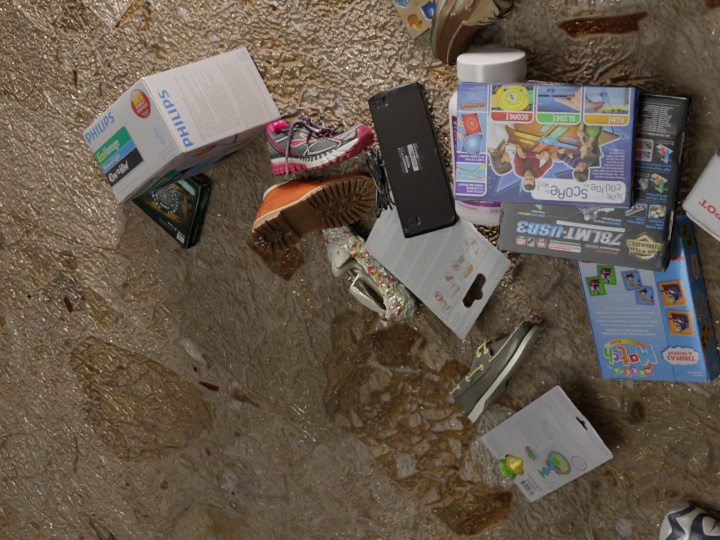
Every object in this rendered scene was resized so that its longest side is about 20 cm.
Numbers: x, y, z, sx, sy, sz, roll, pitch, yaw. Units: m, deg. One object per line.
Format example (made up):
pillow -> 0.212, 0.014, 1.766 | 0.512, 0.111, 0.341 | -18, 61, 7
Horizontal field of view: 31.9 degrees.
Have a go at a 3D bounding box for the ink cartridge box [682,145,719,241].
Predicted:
ink cartridge box -> 0.453, -0.105, 1.314 | 0.145, 0.084, 0.200 | 43, 133, 20

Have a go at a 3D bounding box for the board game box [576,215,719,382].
board game box -> 0.343, 0.036, 1.523 | 0.151, 0.037, 0.200 | -2, 107, 43

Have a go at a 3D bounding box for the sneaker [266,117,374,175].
sneaker -> -0.065, -0.182, 1.771 | 0.200, 0.081, 0.075 | -5, 105, 45

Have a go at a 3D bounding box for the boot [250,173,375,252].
boot -> -0.065, -0.107, 1.811 | 0.200, 0.107, 0.075 | -19, 126, 21

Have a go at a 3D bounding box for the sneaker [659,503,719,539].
sneaker -> 0.441, 0.402, 1.582 | 0.130, 0.079, 0.199 | 22, 114, 45

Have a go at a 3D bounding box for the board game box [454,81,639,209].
board game box -> 0.206, -0.141, 1.409 | 0.200, 0.034, 0.136 | 5, 102, 18

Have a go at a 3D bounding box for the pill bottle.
pill bottle -> 0.165, -0.165, 1.537 | 0.112, 0.112, 0.200 | 14, 120, 39

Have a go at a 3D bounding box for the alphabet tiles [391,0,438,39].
alphabet tiles -> 0.088, -0.385, 1.578 | 0.166, 0.006, 0.200 | -29, 89, 47

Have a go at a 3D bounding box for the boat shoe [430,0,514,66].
boat shoe -> 0.144, -0.327, 1.496 | 0.074, 0.076, 0.200 | 37, 132, 20

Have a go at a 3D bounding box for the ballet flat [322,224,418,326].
ballet flat -> 0.000, 0.000, 1.804 | 0.200, 0.064, 0.076 | 46, 156, 18

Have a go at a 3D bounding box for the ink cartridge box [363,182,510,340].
ink cartridge box -> 0.109, -0.030, 1.708 | 0.200, 0.057, 0.163 | 40, 132, 16

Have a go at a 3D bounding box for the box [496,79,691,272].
box -> 0.264, -0.109, 1.440 | 0.200, 0.050, 0.199 | 8, 104, 17

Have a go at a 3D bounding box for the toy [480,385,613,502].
toy -> 0.256, 0.229, 1.697 | 0.115, 0.047, 0.200 | 52, 140, 6

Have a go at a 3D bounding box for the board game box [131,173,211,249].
board game box -> -0.332, -0.146, 2.079 | 0.200, 0.028, 0.135 | 40, 132, 23

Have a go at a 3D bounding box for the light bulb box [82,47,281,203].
light bulb box -> -0.263, -0.214, 1.855 | 0.198, 0.200, 0.125 | -29, 89, 47

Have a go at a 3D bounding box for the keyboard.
keyboard -> 0.056, -0.142, 1.661 | 0.040, 0.104, 0.200 | 73, -177, -82

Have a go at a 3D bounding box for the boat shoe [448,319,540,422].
boat shoe -> 0.177, 0.129, 1.702 | 0.060, 0.072, 0.202 | 42, 137, 14
